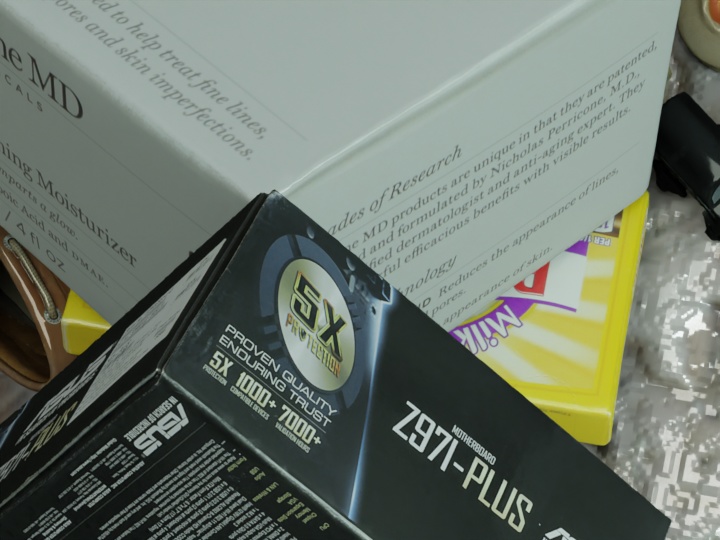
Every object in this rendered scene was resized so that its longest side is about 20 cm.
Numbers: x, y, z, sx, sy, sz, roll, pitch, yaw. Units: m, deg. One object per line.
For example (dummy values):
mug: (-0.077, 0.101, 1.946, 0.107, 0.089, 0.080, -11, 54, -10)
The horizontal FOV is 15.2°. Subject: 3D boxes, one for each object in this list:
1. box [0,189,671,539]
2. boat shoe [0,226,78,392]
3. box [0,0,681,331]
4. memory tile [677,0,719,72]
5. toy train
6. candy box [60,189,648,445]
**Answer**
box: (-0.034, 0.095, 0.832, 0.164, 0.200, 0.086, 40, 45, -10)
boat shoe: (-0.160, -0.025, 1.029, 0.200, 0.076, 0.072, 36, 42, 22)
box: (-0.026, -0.077, 0.937, 0.200, 0.131, 0.199, -33, 57, -28)
memory tile: (0.203, -0.164, 1.011, 0.199, 0.017, 0.154, -15, 72, 11)
toy train: (0.083, -0.085, 1.006, 0.034, 0.046, 0.200, -42, 69, 1)
candy box: (0.000, 0.000, 0.980, 0.199, 0.026, 0.102, 9, 58, 6)
